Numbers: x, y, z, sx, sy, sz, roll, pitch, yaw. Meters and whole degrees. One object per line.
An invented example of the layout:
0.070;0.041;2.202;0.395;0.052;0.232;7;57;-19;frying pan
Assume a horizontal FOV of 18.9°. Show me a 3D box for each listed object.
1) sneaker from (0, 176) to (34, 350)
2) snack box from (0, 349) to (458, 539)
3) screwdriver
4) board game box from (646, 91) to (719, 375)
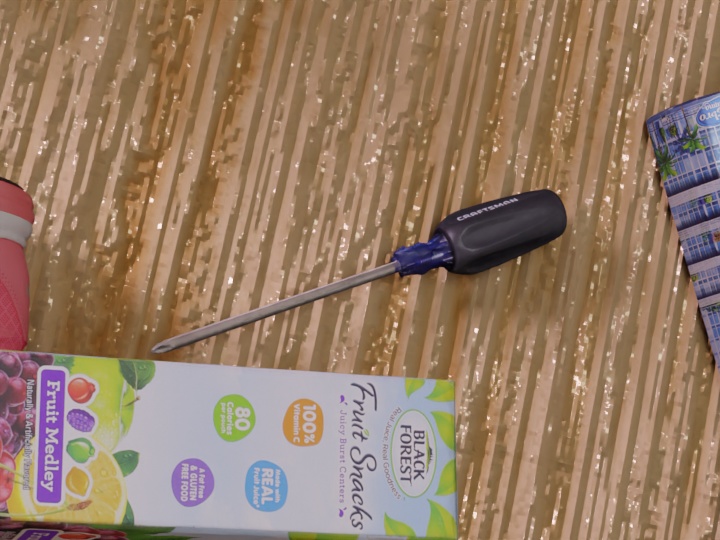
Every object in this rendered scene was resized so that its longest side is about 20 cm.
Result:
-0.214;0.014;0.809;0.199;0.074;0.087;-6;83;-22;sneaker
-0.070;0.070;0.675;0.141;0.200;0.053;3;76;-18;snack box
0.000;0.000;0.918;0.199;0.028;0.029;-15;55;-21;screwdriver
0.254;-0.001;0.994;0.199;0.062;0.201;-15;85;-22;board game box
